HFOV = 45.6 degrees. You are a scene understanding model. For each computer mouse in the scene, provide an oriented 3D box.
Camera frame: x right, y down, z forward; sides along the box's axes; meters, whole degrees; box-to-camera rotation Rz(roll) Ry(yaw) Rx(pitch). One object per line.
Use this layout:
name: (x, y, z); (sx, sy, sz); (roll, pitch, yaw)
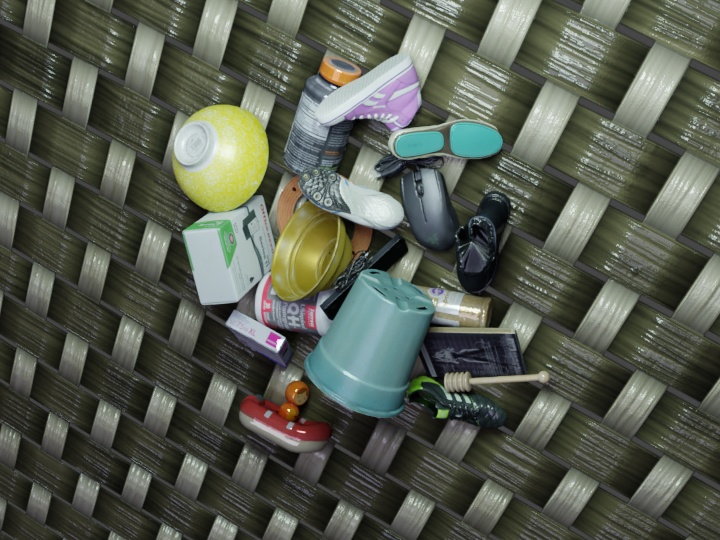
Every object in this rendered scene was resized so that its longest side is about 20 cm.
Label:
computer mouse: (0.110, -0.120, 1.527); (0.137, 0.053, 0.202); (-17, 105, 26)

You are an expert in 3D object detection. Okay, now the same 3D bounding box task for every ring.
ring: (-0.067, -0.095, 1.630); (0.198, 0.019, 0.203); (9, 115, 20)

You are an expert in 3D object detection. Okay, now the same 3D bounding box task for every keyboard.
keyboard: (0.000, 0.000, 1.552); (0.200, 0.104, 0.040); (-43, 68, -7)

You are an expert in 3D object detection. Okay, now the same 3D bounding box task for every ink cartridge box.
ink cartridge box: (-0.197, 0.141, 1.721); (0.118, 0.200, 0.042); (28, 75, 8)
ink cartridge box: (-0.241, -0.043, 1.620); (0.082, 0.200, 0.149); (-5, 111, 20)

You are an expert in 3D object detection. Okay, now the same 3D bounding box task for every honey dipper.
honey dipper: (0.253, 0.205, 1.591); (0.197, 0.038, 0.039); (-5, 110, 25)

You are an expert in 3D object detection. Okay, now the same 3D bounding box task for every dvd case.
dvd case: (0.202, 0.154, 1.589); (0.197, 0.016, 0.150); (-1, 140, 22)

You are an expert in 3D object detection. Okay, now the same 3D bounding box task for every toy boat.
toy boat: (-0.146, 0.294, 1.787); (0.198, 0.130, 0.132); (24, 90, 11)

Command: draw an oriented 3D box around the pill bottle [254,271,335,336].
pill bottle: (-0.096, 0.067, 1.658); (0.197, 0.111, 0.112); (7, 115, 20)

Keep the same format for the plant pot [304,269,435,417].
plant pot: (0.027, 0.118, 1.511); (0.198, 0.200, 0.198); (27, 108, 9)

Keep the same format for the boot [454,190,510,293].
boot: (0.196, -0.025, 1.465); (0.075, 0.168, 0.202); (21, 119, 12)

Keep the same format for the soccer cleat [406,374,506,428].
soccer cleat: (0.181, 0.265, 1.645); (0.197, 0.081, 0.068); (19, 118, 14)

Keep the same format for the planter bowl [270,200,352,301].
planter bowl: (-0.074, -0.026, 1.579); (0.083, 0.202, 0.200); (24, 129, -35)

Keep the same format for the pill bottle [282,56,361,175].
pill bottle: (-0.061, -0.269, 1.503); (0.105, 0.106, 0.202); (27, 119, 9)

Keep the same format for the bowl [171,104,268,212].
bowl: (-0.277, -0.217, 1.563); (0.197, 0.107, 0.204); (-5, 78, 26)

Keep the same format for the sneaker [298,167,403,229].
sneaker: (-0.020, -0.121, 1.505); (0.198, 0.072, 0.073); (22, 78, -9)

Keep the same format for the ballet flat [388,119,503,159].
ballet flat: (0.143, -0.226, 1.456); (0.197, 0.062, 0.069); (-1, 109, -7)

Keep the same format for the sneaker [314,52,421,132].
sneaker: (0.023, -0.267, 1.432); (0.072, 0.199, 0.115); (33, 151, 55)

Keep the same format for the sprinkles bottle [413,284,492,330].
sprinkles bottle: (0.142, 0.067, 1.585); (0.197, 0.068, 0.069); (10, 115, 18)
